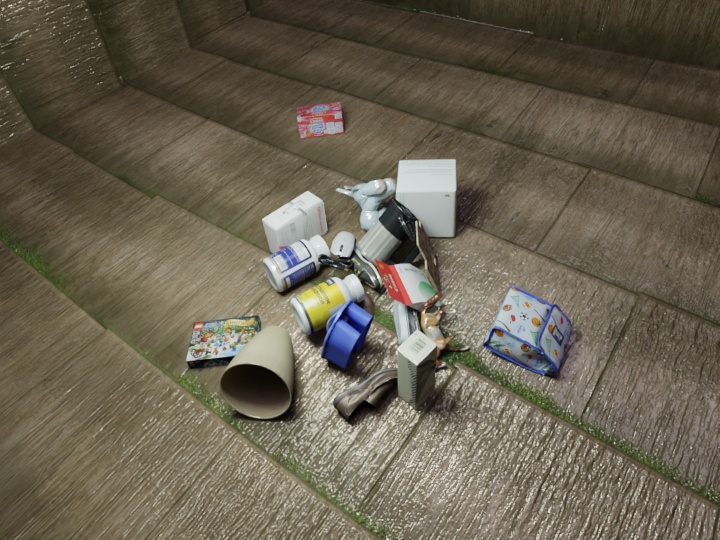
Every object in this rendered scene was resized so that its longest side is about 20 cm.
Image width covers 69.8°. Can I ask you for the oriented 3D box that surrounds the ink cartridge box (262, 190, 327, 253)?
[{"bbox_3d":[-0.215,-0.147,1.720,0.199,0.148,0.082,-37,53,-27],"label":"ink cartridge box"}]

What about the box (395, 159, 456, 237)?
[{"bbox_3d":[0.222,-0.238,1.721,0.195,0.201,0.174,0,46,8],"label":"box"}]

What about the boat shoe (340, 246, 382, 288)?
[{"bbox_3d":[0.000,0.000,1.612,0.060,0.073,0.201,-23,41,-18],"label":"boat shoe"}]

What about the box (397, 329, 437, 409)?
[{"bbox_3d":[0.139,0.247,1.271,0.082,0.202,0.068,-38,53,-26],"label":"box"}]

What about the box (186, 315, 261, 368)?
[{"bbox_3d":[-0.390,0.203,1.484,0.195,0.038,0.138,-7,46,0],"label":"box"}]

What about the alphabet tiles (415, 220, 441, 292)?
[{"bbox_3d":[0.204,-0.045,1.547,0.007,0.201,0.169,-16,43,19],"label":"alphabet tiles"}]

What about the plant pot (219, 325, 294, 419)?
[{"bbox_3d":[-0.246,0.245,1.351,0.183,0.191,0.201,2,33,8],"label":"plant pot"}]

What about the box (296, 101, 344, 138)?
[{"bbox_3d":[-0.173,-0.647,2.220,0.195,0.101,0.097,-7,46,0],"label":"box"}]

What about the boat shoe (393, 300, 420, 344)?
[{"bbox_3d":[0.137,0.131,1.483,0.069,0.073,0.203,6,50,-10],"label":"boat shoe"}]

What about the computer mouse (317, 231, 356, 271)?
[{"bbox_3d":[-0.059,-0.073,1.609,0.107,0.045,0.201,13,37,3],"label":"computer mouse"}]

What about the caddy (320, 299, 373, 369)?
[{"bbox_3d":[-0.046,0.169,1.378,0.104,0.202,0.142,30,52,11],"label":"caddy"}]

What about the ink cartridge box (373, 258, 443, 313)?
[{"bbox_3d":[0.139,0.039,1.488,0.050,0.198,0.163,-43,44,21],"label":"ink cartridge box"}]

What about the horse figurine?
[{"bbox_3d":[0.217,0.163,1.417,0.130,0.050,0.204,-19,78,-5],"label":"horse figurine"}]

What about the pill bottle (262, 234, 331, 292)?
[{"bbox_3d":[-0.198,-0.027,1.627,0.198,0.117,0.116,-29,50,-20],"label":"pill bottle"}]

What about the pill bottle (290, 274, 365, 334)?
[{"bbox_3d":[-0.090,0.089,1.458,0.197,0.113,0.112,-27,49,-18],"label":"pill bottle"}]

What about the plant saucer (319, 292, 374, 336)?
[{"bbox_3d":[-0.056,0.110,1.537,0.195,0.037,0.203,-3,47,3],"label":"plant saucer"}]

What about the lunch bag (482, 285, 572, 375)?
[{"bbox_3d":[0.455,0.162,1.376,0.197,0.125,0.171,29,54,12],"label":"lunch bag"}]

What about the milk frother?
[{"bbox_3d":[0.090,-0.096,1.567,0.181,0.199,0.189,45,106,18],"label":"milk frother"}]

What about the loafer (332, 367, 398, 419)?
[{"bbox_3d":[0.029,0.319,1.315,0.197,0.074,0.072,-27,57,-10],"label":"loafer"}]

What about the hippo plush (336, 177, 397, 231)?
[{"bbox_3d":[0.047,-0.215,1.729,0.196,0.165,0.159,-13,8,-25],"label":"hippo plush"}]
